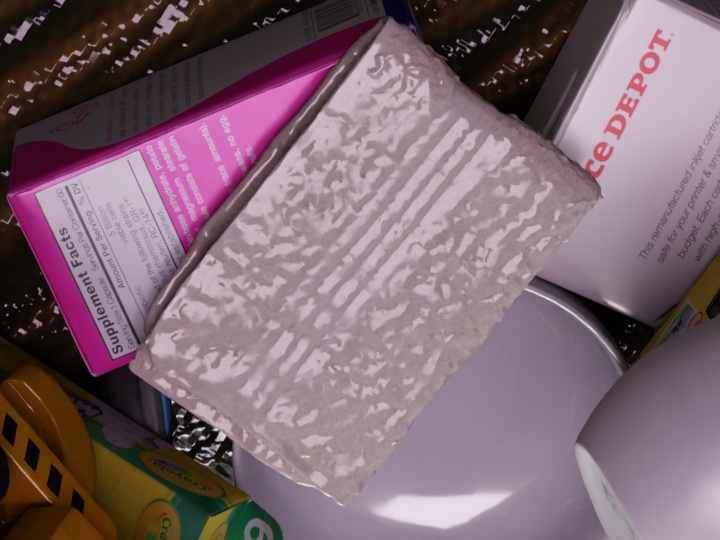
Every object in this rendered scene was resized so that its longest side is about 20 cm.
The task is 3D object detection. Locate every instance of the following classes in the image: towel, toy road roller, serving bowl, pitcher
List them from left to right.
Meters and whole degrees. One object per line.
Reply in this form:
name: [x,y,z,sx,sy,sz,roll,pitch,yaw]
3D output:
toy road roller: [-0.156,0.129,1.236,0.123,0.146,0.200,-37,97,28]
towel: [0.000,0.000,1.256,0.132,0.035,0.200,36,103,-17]
serving bowl: [0.037,0.072,1.361,0.199,0.066,0.201,-1,120,-2]
pitcher: [0.203,0.083,1.198,0.199,0.121,0.172,-25,126,-6]

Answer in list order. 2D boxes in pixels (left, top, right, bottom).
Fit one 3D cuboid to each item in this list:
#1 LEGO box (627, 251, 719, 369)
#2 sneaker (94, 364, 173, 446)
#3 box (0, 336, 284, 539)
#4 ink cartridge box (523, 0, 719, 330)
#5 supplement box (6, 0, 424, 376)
LEGO box: [0.235,0.031,1.275,0.149,0.077,0.200,33,105,-15]
sneaker: [-0.138,0.125,1.372,0.081,0.073,0.201,10,106,-5]
box: [-0.138,0.122,1.320,0.199,0.048,0.118,30,109,17]
ink cartridge box: [0.177,-0.042,1.330,0.199,0.084,0.146,24,106,-12]
supplement box: [-0.054,-0.046,1.306,0.199,0.101,0.104,-21,110,4]
